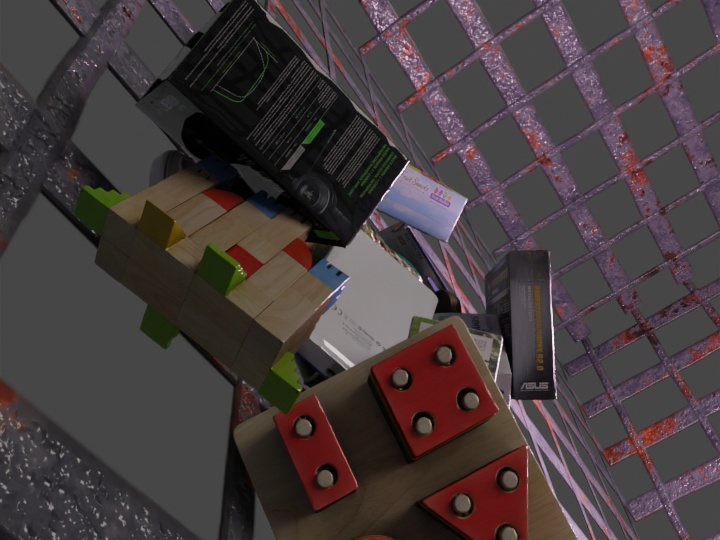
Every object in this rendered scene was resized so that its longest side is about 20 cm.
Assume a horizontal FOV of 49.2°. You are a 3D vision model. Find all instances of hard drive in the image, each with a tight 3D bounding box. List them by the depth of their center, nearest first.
[{"bbox_3d":[0.006,0.045,0.775,0.131,0.025,0.201,40,32,-7],"label":"hard drive"}]

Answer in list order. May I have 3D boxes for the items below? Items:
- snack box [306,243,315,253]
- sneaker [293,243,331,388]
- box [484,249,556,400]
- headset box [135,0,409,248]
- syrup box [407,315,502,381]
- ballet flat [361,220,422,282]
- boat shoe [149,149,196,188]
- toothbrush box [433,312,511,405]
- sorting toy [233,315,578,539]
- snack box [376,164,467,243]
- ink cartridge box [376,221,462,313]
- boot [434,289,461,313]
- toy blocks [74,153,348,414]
[{"bbox_3d":[-0.086,-0.012,0.785,0.072,0.024,0.201,55,25,-24],"label":"snack box"},{"bbox_3d":[-0.041,0.044,0.798,0.089,0.067,0.203,26,37,-45],"label":"sneaker"},{"bbox_3d":[0.186,0.071,0.935,0.200,0.047,0.162,82,7,-81],"label":"box"},{"bbox_3d":[-0.075,-0.113,0.668,0.200,0.093,0.173,42,-12,-22],"label":"headset box"},{"bbox_3d":[0.057,0.149,0.640,0.082,0.077,0.204,85,18,-72],"label":"syrup box"},{"bbox_3d":[0.005,-0.011,0.960,0.200,0.075,0.065,44,52,-32],"label":"ballet flat"},{"bbox_3d":[-0.127,-0.032,0.672,0.072,0.065,0.203,39,25,-52],"label":"boat shoe"},{"bbox_3d":[0.121,0.170,0.901,0.147,0.083,0.204,-81,171,-68],"label":"toothbrush box"},{"bbox_3d":[0.034,0.157,0.557,0.202,0.197,0.070,63,-10,15],"label":"sorting toy"},{"bbox_3d":[0.012,-0.121,0.993,0.167,0.069,0.199,22,8,-38],"label":"snack box"},{"bbox_3d":[0.080,0.031,1.081,0.202,0.040,0.199,58,-26,-9],"label":"ink cartridge box"},{"bbox_3d":[0.119,0.115,1.010,0.074,0.074,0.204,-134,-140,-58],"label":"boot"},{"bbox_3d":[-0.090,-0.008,0.581,0.198,0.101,0.137,36,35,8],"label":"toy blocks"}]
